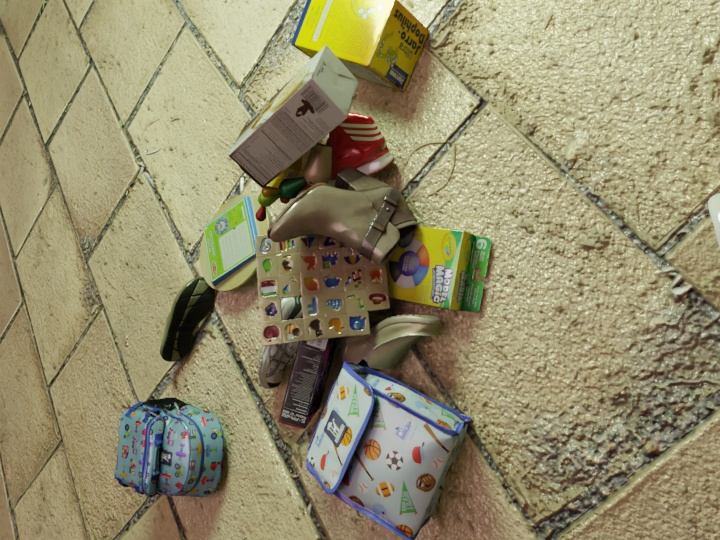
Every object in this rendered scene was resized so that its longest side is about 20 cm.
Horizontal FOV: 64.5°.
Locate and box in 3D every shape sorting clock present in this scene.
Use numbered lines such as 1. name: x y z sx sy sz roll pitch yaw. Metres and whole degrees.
1. shape sorting clock: -0.254 -0.056 1.150 0.197 0.039 0.203 -12 66 29

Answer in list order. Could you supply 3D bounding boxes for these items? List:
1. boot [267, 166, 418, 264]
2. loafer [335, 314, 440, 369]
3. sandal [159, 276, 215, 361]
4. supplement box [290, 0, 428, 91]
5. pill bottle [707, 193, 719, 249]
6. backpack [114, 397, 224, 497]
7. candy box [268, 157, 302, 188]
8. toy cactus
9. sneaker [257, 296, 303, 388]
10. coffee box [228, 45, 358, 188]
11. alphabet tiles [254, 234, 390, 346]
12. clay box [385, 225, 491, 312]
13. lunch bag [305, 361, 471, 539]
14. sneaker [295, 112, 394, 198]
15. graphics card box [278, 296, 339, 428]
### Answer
1. boot: -0.016 -0.064 0.833 0.199 0.070 0.146 -40 74 -19
2. loafer: 0.044 0.115 0.874 0.199 0.075 0.069 -24 69 42
3. sandal: -0.374 0.097 1.199 0.203 0.079 0.057 -60 40 14
4. supplement box: -0.004 -0.397 0.970 0.199 0.108 0.111 31 101 36
5. pill bottle: 0.460 -0.049 0.550 0.198 0.112 0.115 -17 72 34
6. backpack: -0.363 0.353 1.110 0.198 0.134 0.186 6 87 35
7. candy box: -0.127 -0.243 1.040 0.102 0.026 0.203 -36 43 53
8. toy cactus: -0.083 -0.121 0.926 0.198 0.102 0.168 21 110 27
9. sneaker: -0.129 0.130 0.988 0.076 0.086 0.203 -90 7 -57
10. coffee box: -0.105 -0.236 0.889 0.199 0.080 0.115 -31 30 34
11. alphabet tiles: -0.058 0.018 0.860 0.196 0.008 0.170 -6 79 3
12. clay box: 0.094 -0.008 0.868 0.198 0.047 0.117 9 88 39
13. lunch bag: 0.028 0.246 0.808 0.198 0.124 0.172 25 96 22
14. sneaker: -0.048 -0.201 0.964 0.197 0.079 0.117 -18 108 22
15. graphics card box: -0.073 0.140 0.923 0.050 0.125 0.203 15 92 6
